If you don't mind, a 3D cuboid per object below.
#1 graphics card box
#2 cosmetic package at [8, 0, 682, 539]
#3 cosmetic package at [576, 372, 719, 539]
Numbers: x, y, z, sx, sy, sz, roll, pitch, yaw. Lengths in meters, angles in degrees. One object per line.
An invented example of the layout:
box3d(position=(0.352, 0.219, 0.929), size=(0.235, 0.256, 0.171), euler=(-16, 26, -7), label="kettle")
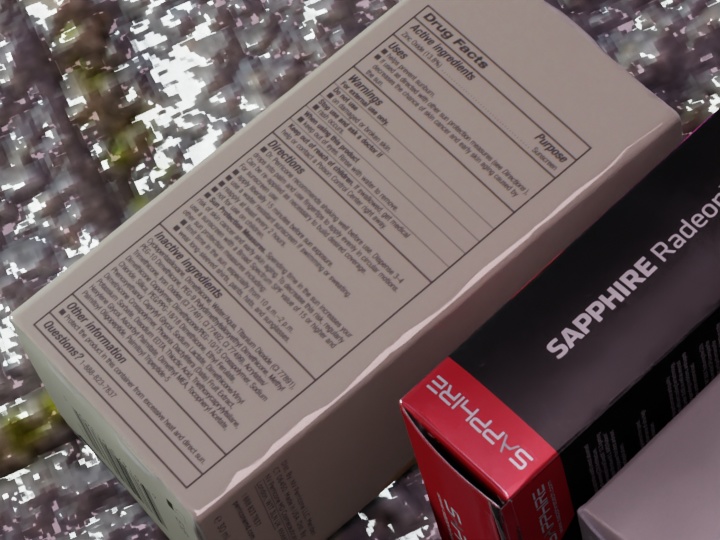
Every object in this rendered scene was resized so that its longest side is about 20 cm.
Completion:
box3d(position=(0.103, 0.017, 0.814), size=(0.200, 0.126, 0.051), euler=(-41, 61, -13), label="graphics card box")
box3d(position=(0.000, 0.000, 0.873), size=(0.200, 0.071, 0.105), euler=(-38, 60, -12), label="cosmetic package")
box3d(position=(0.161, 0.050, 0.797), size=(0.200, 0.107, 0.090), euler=(-39, 61, -15), label="cosmetic package")
